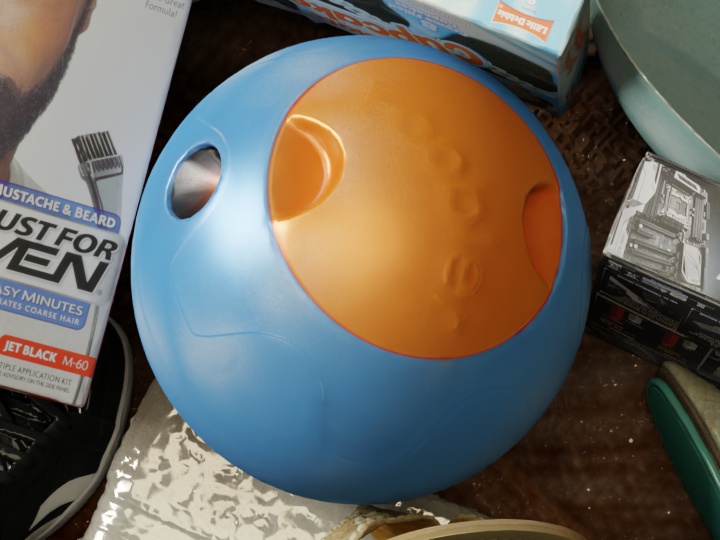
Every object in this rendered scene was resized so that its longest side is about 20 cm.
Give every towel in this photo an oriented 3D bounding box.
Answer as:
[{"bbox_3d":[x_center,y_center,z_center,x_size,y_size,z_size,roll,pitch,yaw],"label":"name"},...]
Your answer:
[{"bbox_3d":[-0.036,0.144,0.799,0.199,0.035,0.133,23,78,10],"label":"towel"}]

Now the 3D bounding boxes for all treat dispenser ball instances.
[{"bbox_3d":[0.000,0.000,0.744,0.199,0.201,0.203,-1,76,3],"label":"treat dispenser ball"}]

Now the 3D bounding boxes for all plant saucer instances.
[{"bbox_3d":[0.168,-0.073,0.782,0.201,0.201,0.039,51,121,13],"label":"plant saucer"}]

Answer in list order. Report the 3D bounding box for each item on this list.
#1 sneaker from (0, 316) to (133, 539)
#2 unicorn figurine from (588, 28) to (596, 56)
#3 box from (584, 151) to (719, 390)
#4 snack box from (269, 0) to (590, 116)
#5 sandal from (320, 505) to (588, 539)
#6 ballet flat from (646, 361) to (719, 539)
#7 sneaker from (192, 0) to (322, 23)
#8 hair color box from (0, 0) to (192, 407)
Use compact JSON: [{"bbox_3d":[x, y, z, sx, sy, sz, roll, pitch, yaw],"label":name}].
[{"bbox_3d":[-0.175,0.098,0.778,0.073,0.112,0.201,32,81,9],"label":"sneaker"},{"bbox_3d":[0.065,-0.188,0.850,0.137,0.074,0.201,-29,74,-8],"label":"unicorn figurine"},{"bbox_3d":[0.199,0.031,0.747,0.199,0.158,0.050,24,79,10],"label":"box"},{"bbox_3d":[0.003,-0.130,0.748,0.199,0.116,0.037,23,87,10],"label":"snack box"},{"bbox_3d":[-0.004,0.132,0.748,0.210,0.078,0.070,-21,37,7],"label":"sandal"},{"bbox_3d":[0.195,0.125,0.766,0.062,0.068,0.201,-20,67,-7],"label":"ballet flat"},{"bbox_3d":[-0.098,-0.165,0.866,0.199,0.074,0.088,26,91,16],"label":"sneaker"},{"bbox_3d":[-0.151,-0.051,0.748,0.110,0.064,0.202,16,83,-19],"label":"hair color box"}]
